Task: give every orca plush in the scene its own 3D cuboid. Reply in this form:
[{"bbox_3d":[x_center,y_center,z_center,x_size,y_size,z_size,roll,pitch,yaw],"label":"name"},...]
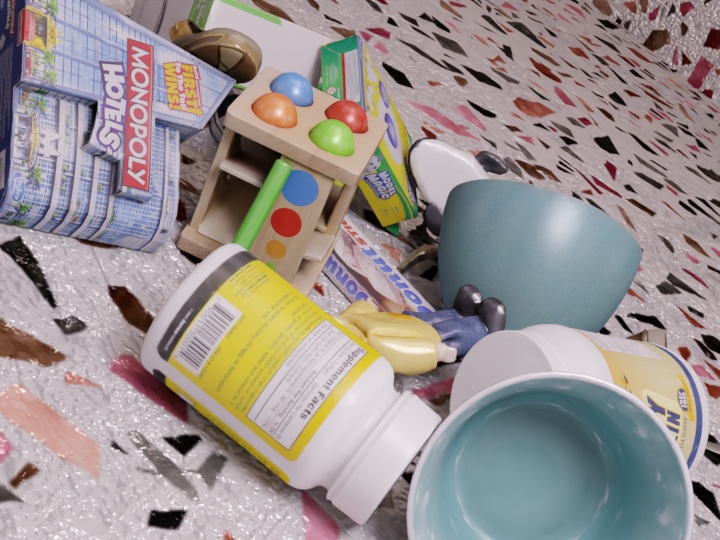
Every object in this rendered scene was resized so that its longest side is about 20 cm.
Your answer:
[{"bbox_3d":[0.131,-0.074,1.296,0.199,0.106,0.071,26,7,-7],"label":"orca plush"}]

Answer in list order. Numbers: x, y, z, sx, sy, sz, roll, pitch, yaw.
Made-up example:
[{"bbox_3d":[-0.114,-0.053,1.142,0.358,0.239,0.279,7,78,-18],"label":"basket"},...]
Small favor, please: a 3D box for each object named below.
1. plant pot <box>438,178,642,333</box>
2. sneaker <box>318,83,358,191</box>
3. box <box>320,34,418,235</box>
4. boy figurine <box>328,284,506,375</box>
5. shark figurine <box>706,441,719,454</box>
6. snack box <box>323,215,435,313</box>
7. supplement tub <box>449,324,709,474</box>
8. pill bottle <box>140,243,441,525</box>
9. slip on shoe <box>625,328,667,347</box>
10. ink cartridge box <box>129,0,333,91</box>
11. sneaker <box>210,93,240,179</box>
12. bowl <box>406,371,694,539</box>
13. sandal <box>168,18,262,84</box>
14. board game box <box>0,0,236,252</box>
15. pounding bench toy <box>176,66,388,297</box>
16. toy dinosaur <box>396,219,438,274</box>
[{"bbox_3d":[0.157,0.019,1.156,0.199,0.136,0.200,20,-17,6],"label":"plant pot"},{"bbox_3d":[-0.039,-0.152,1.302,0.083,0.074,0.200,-20,44,-8],"label":"sneaker"},{"bbox_3d":[0.015,-0.135,1.257,0.200,0.048,0.118,59,23,-52],"label":"box"},{"bbox_3d":[0.024,0.051,1.029,0.199,0.065,0.124,-1,21,-32],"label":"boy figurine"},{"bbox_3d":[0.442,0.209,1.247,0.127,0.090,0.215,22,26,-21],"label":"shark figurine"},{"bbox_3d":[0.000,0.000,1.161,0.072,0.024,0.200,-6,46,-51],"label":"snack box"},{"bbox_3d":[0.188,0.124,1.025,0.199,0.145,0.145,11,33,-39],"label":"supplement tub"},{"bbox_3d":[-0.048,0.083,0.854,0.200,0.115,0.114,38,25,8],"label":"pill bottle"},{"bbox_3d":[0.295,0.128,1.252,0.060,0.076,0.200,-4,31,14],"label":"slip on shoe"},{"bbox_3d":[-0.146,-0.245,1.275,0.145,0.085,0.200,15,9,-36],"label":"ink cartridge box"},{"bbox_3d":[-0.103,-0.144,1.236,0.078,0.080,0.200,19,27,-26],"label":"sneaker"},{"bbox_3d":[0.129,0.163,0.869,0.200,0.202,0.105,31,5,-5],"label":"bowl"},{"bbox_3d":[-0.147,-0.201,1.084,0.080,0.054,0.199,26,-14,-33],"label":"sandal"},{"bbox_3d":[-0.199,-0.125,0.989,0.199,0.062,0.202,11,69,-37],"label":"board game box"},{"bbox_3d":[-0.072,-0.067,1.021,0.124,0.157,0.200,25,30,0],"label":"pounding bench toy"},{"bbox_3d":[0.105,-0.023,1.309,0.199,0.048,0.088,7,42,-38],"label":"toy dinosaur"}]
